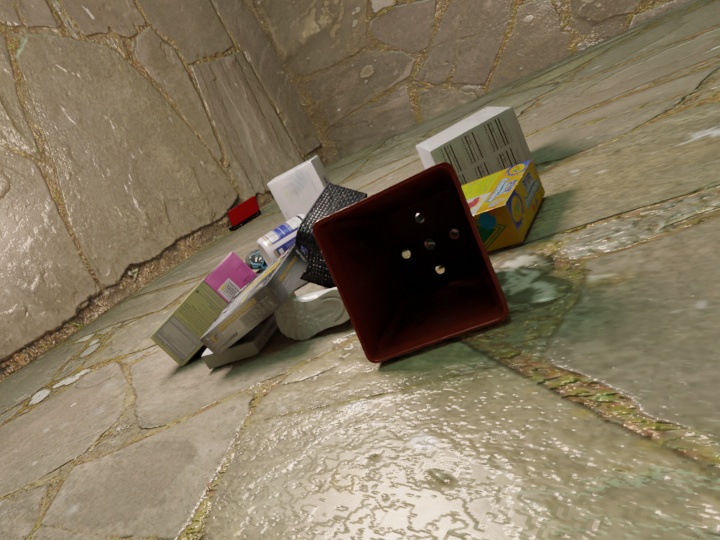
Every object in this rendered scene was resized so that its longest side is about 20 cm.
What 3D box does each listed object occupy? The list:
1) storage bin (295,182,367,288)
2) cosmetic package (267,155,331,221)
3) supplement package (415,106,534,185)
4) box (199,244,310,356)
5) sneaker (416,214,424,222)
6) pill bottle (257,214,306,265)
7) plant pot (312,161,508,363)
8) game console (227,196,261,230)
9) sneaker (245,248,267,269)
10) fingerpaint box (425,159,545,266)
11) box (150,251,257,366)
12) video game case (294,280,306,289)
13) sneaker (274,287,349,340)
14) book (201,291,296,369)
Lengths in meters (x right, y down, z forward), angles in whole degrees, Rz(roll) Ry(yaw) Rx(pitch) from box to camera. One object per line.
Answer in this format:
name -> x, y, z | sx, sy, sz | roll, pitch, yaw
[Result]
storage bin -> -0.060, -0.075, 1.129 | 0.092, 0.137, 0.201 | 16, 42, 8
cosmetic package -> -0.212, -0.292, 2.026 | 0.197, 0.202, 0.123 | -23, 16, 18
supplement package -> 0.256, -0.261, 1.225 | 0.197, 0.149, 0.192 | -27, 16, 5
box -> -0.197, 0.055, 1.005 | 0.199, 0.048, 0.159 | -37, 14, 29
sneaker -> 0.111, -0.093, 1.130 | 0.196, 0.075, 0.081 | -18, 9, 15
pill bottle -> -0.179, -0.085, 1.494 | 0.198, 0.117, 0.115 | -34, 17, -18
plant pot -> 0.082, -0.022, 0.743 | 0.197, 0.203, 0.176 | -22, 6, 21
game console -> -0.696, -0.334, 3.137 | 0.199, 0.120, 0.171 | -35, 17, -23
sneaker -> -0.271, -0.063, 1.701 | 0.081, 0.074, 0.200 | 11, 45, 41
fingerpaint box -> 0.218, -0.101, 0.938 | 0.165, 0.074, 0.200 | -18, 20, 37
box -> -0.343, 0.083, 1.201 | 0.200, 0.097, 0.176 | -42, 11, 20
video game case -> -0.172, 0.016, 1.346 | 0.198, 0.022, 0.182 | -31, 16, -4
sneaker -> -0.070, 0.069, 0.946 | 0.197, 0.078, 0.080 | -12, 9, 37
book -> -0.221, 0.113, 1.095 | 0.131, 0.049, 0.201 | -19, 20, 25
